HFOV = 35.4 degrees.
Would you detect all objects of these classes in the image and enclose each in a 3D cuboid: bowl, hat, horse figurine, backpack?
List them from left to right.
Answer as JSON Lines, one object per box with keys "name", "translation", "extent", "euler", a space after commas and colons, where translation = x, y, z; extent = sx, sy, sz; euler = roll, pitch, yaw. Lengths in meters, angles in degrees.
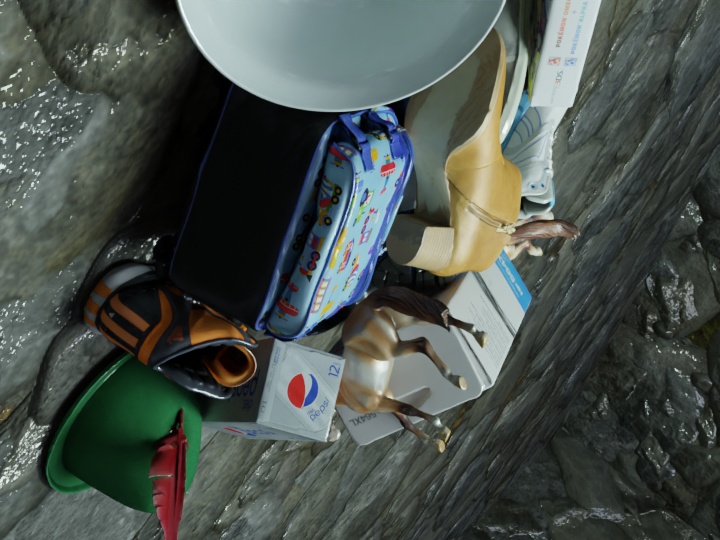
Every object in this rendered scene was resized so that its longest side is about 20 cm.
{"name": "hat", "translation": [-0.140, 0.168, 0.905], "extent": [0.199, 0.175, 0.167], "euler": [-38, 156, -39]}
{"name": "backpack", "translation": [-0.037, -0.059, 0.830], "extent": [0.200, 0.133, 0.185], "euler": [-27, 142, -66]}
{"name": "bowl", "translation": [-0.013, -0.199, 0.669], "extent": [0.197, 0.091, 0.203], "euler": [-6, 139, -5]}
{"name": "horse figurine", "translation": [0.023, 0.076, 0.900], "extent": [0.050, 0.131, 0.202], "euler": [-54, 166, -46]}
{"name": "horse figurine", "translation": [0.126, -0.009, 1.160], "extent": [0.131, 0.051, 0.199], "euler": [-10, 160, -47]}

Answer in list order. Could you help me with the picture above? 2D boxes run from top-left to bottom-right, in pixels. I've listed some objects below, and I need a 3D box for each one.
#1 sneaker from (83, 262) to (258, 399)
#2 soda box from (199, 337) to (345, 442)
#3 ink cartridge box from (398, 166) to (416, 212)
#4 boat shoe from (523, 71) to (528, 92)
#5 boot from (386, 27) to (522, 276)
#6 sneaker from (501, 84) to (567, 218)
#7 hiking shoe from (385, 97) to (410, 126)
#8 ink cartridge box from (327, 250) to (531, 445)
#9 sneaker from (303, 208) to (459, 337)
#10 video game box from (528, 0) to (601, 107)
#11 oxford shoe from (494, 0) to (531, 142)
{"name": "sneaker", "translation": [-0.112, 0.044, 0.863], "extent": [0.199, 0.111, 0.078], "euler": [-20, 142, -59]}
{"name": "soda box", "translation": [-0.083, 0.100, 0.932], "extent": [0.199, 0.063, 0.069], "euler": [-16, -121, 66]}
{"name": "ink cartridge box", "translation": [0.049, -0.079, 1.086], "extent": [0.199, 0.083, 0.146], "euler": [-38, 155, -39]}
{"name": "boat shoe", "translation": [0.170, -0.176, 1.247], "extent": [0.201, 0.071, 0.065], "euler": [-55, 157, -25]}
{"name": "boot", "translation": [0.094, -0.093, 0.910], "extent": [0.143, 0.070, 0.204], "euler": [-4, 116, -55]}
{"name": "sneaker", "translation": [0.156, -0.097, 1.054], "extent": [0.201, 0.086, 0.075], "euler": [-51, 159, -16]}
{"name": "hiking shoe", "translation": [0.072, -0.199, 0.936], "extent": [0.074, 0.086, 0.202], "euler": [-35, 153, -43]}
{"name": "ink cartridge box", "translation": [0.062, 0.058, 1.031], "extent": [0.145, 0.085, 0.200], "euler": [-28, -171, 25]}
{"name": "sneaker", "translation": [0.000, 0.000, 0.962], "extent": [0.197, 0.077, 0.078], "euler": [-17, -178, -24]}
{"name": "video game box", "translation": [0.174, -0.275, 0.960], "extent": [0.183, 0.046, 0.203], "euler": [96, -1, -59]}
{"name": "oxford shoe", "translation": [0.112, -0.206, 0.970], "extent": [0.075, 0.057, 0.204], "euler": [179, -82, -71]}
